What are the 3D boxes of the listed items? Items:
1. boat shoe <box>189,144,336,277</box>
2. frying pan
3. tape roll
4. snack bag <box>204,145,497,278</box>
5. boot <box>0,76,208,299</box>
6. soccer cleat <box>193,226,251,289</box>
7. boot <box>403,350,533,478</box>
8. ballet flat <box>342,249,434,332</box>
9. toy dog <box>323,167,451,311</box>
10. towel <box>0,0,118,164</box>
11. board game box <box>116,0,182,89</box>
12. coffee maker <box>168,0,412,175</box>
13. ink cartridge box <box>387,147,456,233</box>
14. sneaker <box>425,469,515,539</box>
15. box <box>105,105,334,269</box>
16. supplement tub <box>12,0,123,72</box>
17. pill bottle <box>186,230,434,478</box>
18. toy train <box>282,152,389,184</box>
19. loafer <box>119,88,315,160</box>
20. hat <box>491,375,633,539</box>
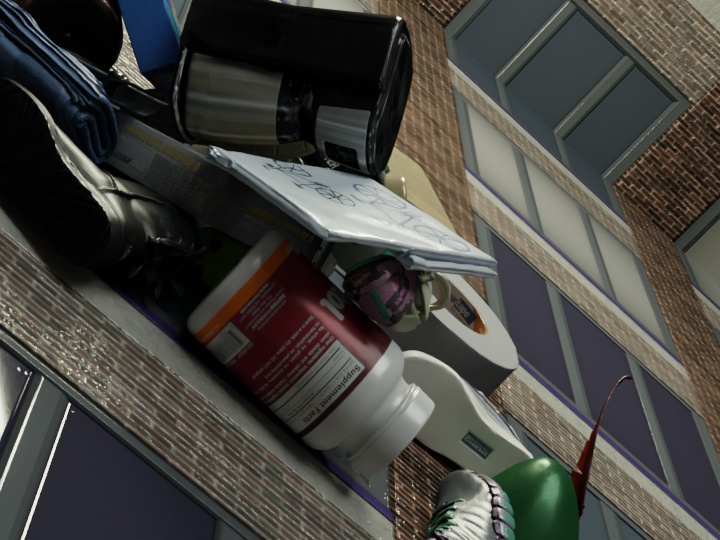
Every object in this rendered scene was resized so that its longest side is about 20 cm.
[{"bbox_3d":[-0.093,-0.069,1.837,0.200,0.072,0.069,43,-1,7],"label":"boat shoe"},{"bbox_3d":[-0.206,-0.156,1.606,0.114,0.031,0.190,25,5,-36],"label":"frying pan"},{"bbox_3d":[0.076,0.052,1.958,0.200,0.066,0.201,40,16,-14],"label":"tape roll"},{"bbox_3d":[-0.008,-0.047,1.527,0.199,0.022,0.188,9,19,-43],"label":"snack bag"},{"bbox_3d":[-0.218,-0.065,1.490,0.199,0.073,0.162,48,13,18],"label":"boot"},{"bbox_3d":[-0.069,0.028,1.646,0.200,0.068,0.081,41,14,-4],"label":"soccer cleat"},{"bbox_3d":[0.087,0.137,1.781,0.200,0.073,0.090,47,6,-25],"label":"boot"},{"bbox_3d":[0.031,0.017,1.569,0.200,0.069,0.072,-29,96,-78],"label":"ballet flat"},{"bbox_3d":[0.000,0.000,1.702,0.097,0.131,0.201,-85,156,-55],"label":"toy dog"},{"bbox_3d":[-0.283,-0.179,1.561,0.200,0.049,0.112,41,-16,14],"label":"towel"},{"bbox_3d":[-0.210,-0.277,1.737,0.152,0.045,0.202,79,-7,-88],"label":"board game box"},{"bbox_3d":[-0.056,-0.195,1.672,0.198,0.194,0.135,10,5,10],"label":"coffee maker"},{"bbox_3d":[0.007,-0.101,2.153,0.199,0.075,0.165,35,20,-34],"label":"ink cartridge box"},{"bbox_3d":[0.080,0.220,1.528,0.087,0.075,0.201,32,20,-25],"label":"sneaker"},{"bbox_3d":[-0.137,-0.074,1.643,0.199,0.049,0.158,30,1,42],"label":"box"},{"bbox_3d":[-0.283,-0.259,1.757,0.107,0.107,0.200,36,17,-27],"label":"supplement tub"},{"bbox_3d":[-0.038,0.072,1.521,0.200,0.113,0.113,44,15,-5],"label":"pill bottle"},{"bbox_3d":[-0.021,-0.080,1.825,0.200,0.085,0.115,51,-15,53],"label":"toy train"},{"bbox_3d":[-0.133,-0.149,1.788,0.198,0.073,0.063,5,11,-3],"label":"loafer"},{"bbox_3d":[0.185,0.194,1.658,0.165,0.176,0.201,30,21,-42],"label":"hat"}]
